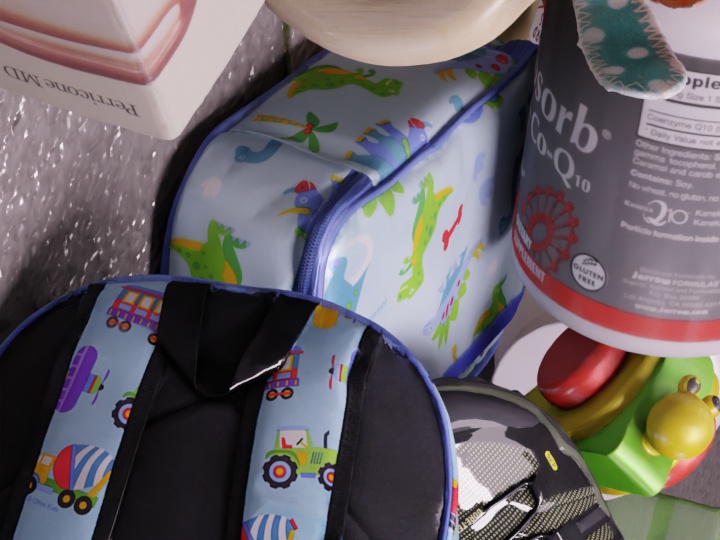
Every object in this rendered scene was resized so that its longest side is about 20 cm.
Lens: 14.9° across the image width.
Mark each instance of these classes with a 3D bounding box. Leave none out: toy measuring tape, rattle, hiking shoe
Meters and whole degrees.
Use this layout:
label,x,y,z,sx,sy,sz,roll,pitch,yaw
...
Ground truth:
label,x,y,z,sx,sy,sz,roll,pitch,yaw
toy measuring tape,0.089,0.049,1.099,0.200,0.073,0.074,4,-107,67
rattle,0.058,-0.112,0.949,0.131,0.199,0.143,-67,158,-14
hiking shoe,0.074,0.118,1.004,0.076,0.101,0.200,-41,122,8

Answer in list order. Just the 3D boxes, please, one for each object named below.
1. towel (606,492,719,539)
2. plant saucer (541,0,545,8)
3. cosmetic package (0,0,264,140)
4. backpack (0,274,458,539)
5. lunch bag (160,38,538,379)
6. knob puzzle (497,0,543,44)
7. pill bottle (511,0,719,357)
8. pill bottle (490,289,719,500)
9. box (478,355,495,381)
label,x,y,z,sx,sy,sz,roll,pitch,yaw
towel,0.105,0.201,1.370,0.031,0.149,0.201,26,81,-49
plant saucer,0.143,-0.106,1.092,0.050,0.199,0.201,-36,139,-43
cosmetic package,-0.092,-0.134,0.701,0.088,0.103,0.200,-61,154,-23
backpack,-0.052,0.110,0.893,0.135,0.181,0.201,62,36,-72
lunch bag,0.000,0.000,1.057,0.200,0.082,0.162,-41,145,-52
knob puzzle,0.077,-0.087,1.248,0.220,0.030,0.221,-51,150,-46
pill bottle,0.122,-0.078,1.007,0.116,0.115,0.201,-47,151,-48
pill bottle,0.127,0.030,1.278,0.200,0.111,0.113,-44,145,-63
box,0.029,0.133,1.275,0.200,0.041,0.157,-22,127,-62
